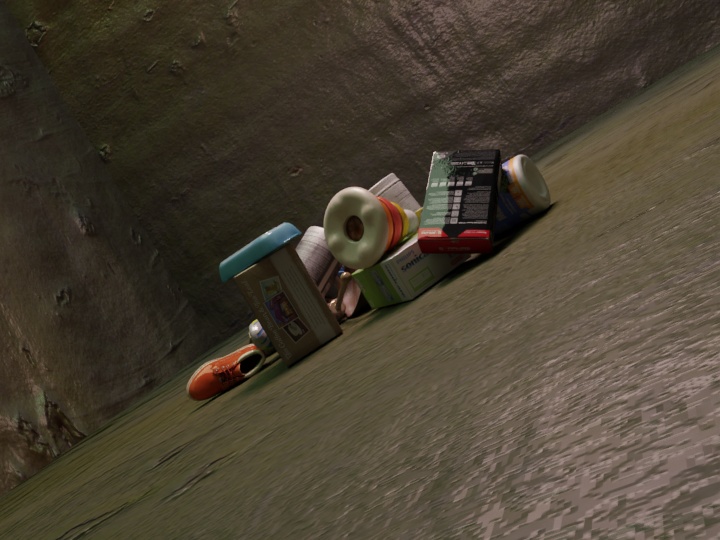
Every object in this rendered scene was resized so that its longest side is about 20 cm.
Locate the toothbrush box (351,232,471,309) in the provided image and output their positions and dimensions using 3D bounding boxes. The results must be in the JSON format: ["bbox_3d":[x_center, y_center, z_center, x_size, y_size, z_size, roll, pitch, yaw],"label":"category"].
[{"bbox_3d":[0.089,-0.008,1.348,0.145,0.087,0.200,-34,3,-22],"label":"toothbrush box"}]

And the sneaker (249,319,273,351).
[{"bbox_3d":[-0.174,0.130,1.654,0.104,0.076,0.200,-24,-8,15],"label":"sneaker"}]

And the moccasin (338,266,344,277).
[{"bbox_3d":[-0.042,0.016,1.891,0.081,0.068,0.199,-53,-26,14],"label":"moccasin"}]

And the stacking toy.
[{"bbox_3d":[0.040,-0.086,1.356,0.146,0.147,0.199,-29,-10,37],"label":"stacking toy"}]

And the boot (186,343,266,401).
[{"bbox_3d":[-0.300,0.229,1.618,0.199,0.076,0.107,-32,8,-12],"label":"boot"}]

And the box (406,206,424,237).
[{"bbox_3d":[0.168,-0.087,1.502,0.199,0.118,0.048,-33,-4,-10],"label":"box"}]

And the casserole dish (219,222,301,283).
[{"bbox_3d":[-0.202,-0.038,1.416,0.199,0.039,0.121,-30,3,34],"label":"casserole dish"}]

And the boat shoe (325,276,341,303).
[{"bbox_3d":[-0.120,0.060,1.730,0.200,0.075,0.065,-12,32,37],"label":"boat shoe"}]

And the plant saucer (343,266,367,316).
[{"bbox_3d":[0.000,0.000,1.542,0.034,0.203,0.200,8,-7,-14],"label":"plant saucer"}]

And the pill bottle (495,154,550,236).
[{"bbox_3d":[0.244,-0.121,1.358,0.199,0.113,0.112,-30,3,32],"label":"pill bottle"}]

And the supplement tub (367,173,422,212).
[{"bbox_3d":[0.084,-0.095,1.584,0.132,0.201,0.132,-39,0,0],"label":"supplement tub"}]

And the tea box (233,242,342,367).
[{"bbox_3d":[-0.147,0.066,1.451,0.133,0.201,0.197,-31,4,-6],"label":"tea box"}]

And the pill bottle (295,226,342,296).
[{"bbox_3d":[-0.117,0.012,1.626,0.201,0.113,0.114,-60,14,-20],"label":"pill bottle"}]

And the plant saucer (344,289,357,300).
[{"bbox_3d":[-0.005,0.057,1.713,0.199,0.038,0.200,-32,2,1],"label":"plant saucer"}]

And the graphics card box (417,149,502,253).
[{"bbox_3d":[0.174,-0.120,1.251,0.124,0.051,0.202,-1,56,19],"label":"graphics card box"}]

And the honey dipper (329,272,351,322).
[{"bbox_3d":[-0.041,0.056,1.491,0.038,0.038,0.200,-33,-16,-21],"label":"honey dipper"}]

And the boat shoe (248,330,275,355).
[{"bbox_3d":[-0.252,0.178,1.874,0.075,0.074,0.200,-33,3,-27],"label":"boat shoe"}]
